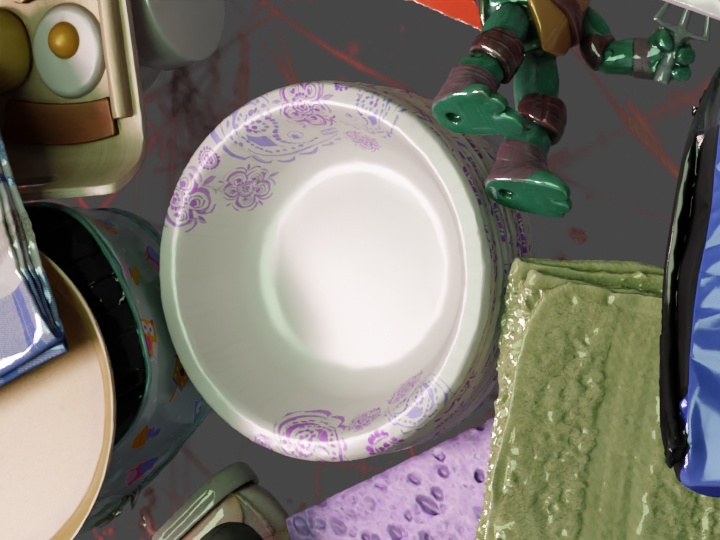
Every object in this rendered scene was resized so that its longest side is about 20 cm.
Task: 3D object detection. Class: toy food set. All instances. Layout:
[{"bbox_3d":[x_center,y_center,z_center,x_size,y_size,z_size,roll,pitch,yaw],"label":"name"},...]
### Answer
[{"bbox_3d":[-0.199,-0.137,1.281,0.143,0.060,0.200,-4,97,29],"label":"toy food set"}]

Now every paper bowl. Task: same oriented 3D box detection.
[{"bbox_3d":[0.000,0.000,1.273,0.200,0.104,0.201,0,90,29],"label":"paper bowl"}]

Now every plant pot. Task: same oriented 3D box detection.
[{"bbox_3d":[-0.211,0.076,1.265,0.200,0.027,0.200,-1,87,26],"label":"plant pot"}]

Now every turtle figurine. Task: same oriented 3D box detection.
[{"bbox_3d":[0.104,-0.135,1.210,0.101,0.150,0.200,-13,45,50],"label":"turtle figurine"}]

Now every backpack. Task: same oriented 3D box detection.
[{"bbox_3d":[-0.177,0.058,1.344,0.200,0.153,0.176,-39,66,27],"label":"backpack"},{"bbox_3d":[0.222,0.004,1.074,0.168,0.163,0.200,1,82,9],"label":"backpack"}]

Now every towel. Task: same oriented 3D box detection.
[{"bbox_3d":[0.135,0.096,1.201,0.148,0.036,0.200,7,90,-3],"label":"towel"},{"bbox_3d":[-0.242,-0.021,1.259,0.147,0.024,0.200,-27,76,23],"label":"towel"}]

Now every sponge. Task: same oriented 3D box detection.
[{"bbox_3d":[0.060,0.148,1.284,0.200,0.030,0.112,-28,78,27],"label":"sponge"}]

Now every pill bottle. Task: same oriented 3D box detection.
[{"bbox_3d":[-0.183,-0.143,1.369,0.200,0.112,0.112,-10,86,29],"label":"pill bottle"}]

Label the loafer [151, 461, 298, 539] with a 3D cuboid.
[{"bbox_3d":[-0.115,0.199,1.364,0.063,0.072,0.200,46,108,13],"label":"loafer"}]

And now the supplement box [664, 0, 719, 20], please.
[{"bbox_3d":[0.196,-0.164,1.106,0.103,0.200,0.101,25,103,27],"label":"supplement box"}]

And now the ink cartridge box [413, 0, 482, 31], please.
[{"bbox_3d":[0.019,-0.236,1.293,0.200,0.057,0.163,28,104,31],"label":"ink cartridge box"}]

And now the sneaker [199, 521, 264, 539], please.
[{"bbox_3d":[-0.032,0.231,1.291,0.090,0.066,0.200,-7,102,54],"label":"sneaker"}]
